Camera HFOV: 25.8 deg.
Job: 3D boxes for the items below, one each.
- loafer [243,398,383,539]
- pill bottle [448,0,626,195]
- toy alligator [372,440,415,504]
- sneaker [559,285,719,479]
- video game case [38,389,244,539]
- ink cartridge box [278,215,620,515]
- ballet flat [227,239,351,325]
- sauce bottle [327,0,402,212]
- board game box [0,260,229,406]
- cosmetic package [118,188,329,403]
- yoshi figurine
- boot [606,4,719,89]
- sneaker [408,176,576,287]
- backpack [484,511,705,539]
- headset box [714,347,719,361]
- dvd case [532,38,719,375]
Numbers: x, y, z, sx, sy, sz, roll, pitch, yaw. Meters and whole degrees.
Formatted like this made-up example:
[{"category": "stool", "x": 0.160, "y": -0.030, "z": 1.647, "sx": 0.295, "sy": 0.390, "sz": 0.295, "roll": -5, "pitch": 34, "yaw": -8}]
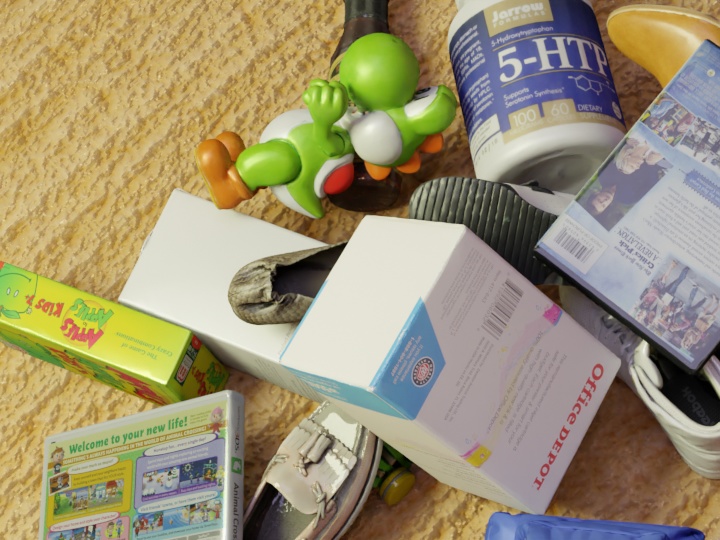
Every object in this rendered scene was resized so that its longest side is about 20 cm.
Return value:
[{"category": "loafer", "x": -0.050, "y": 0.176, "z": 1.145, "sx": 0.072, "sy": 0.063, "sz": 0.201, "roll": 34, "pitch": 100, "yaw": 34}, {"category": "pill bottle", "x": 0.133, "y": -0.159, "z": 1.233, "sx": 0.119, "sy": 0.120, "sz": 0.201, "roll": -14, "pitch": 66, "yaw": 7}, {"category": "toy alligator", "x": 0.043, "y": 0.110, "z": 1.188, "sx": 0.200, "sy": 0.054, "sz": 0.059, "roll": -45, "pitch": 66, "yaw": -7}, {"category": "sneaker", "x": 0.211, "y": 0.051, "z": 1.140, "sx": 0.074, "sy": 0.116, "sz": 0.200, "roll": -37, "pitch": 63, "yaw": -2}, {"category": "video game case", "x": -0.168, "y": 0.197, "z": 1.180, "sx": 0.199, "sy": 0.022, "sz": 0.183, "roll": -16, "pitch": 63, "yaw": 33}, {"category": "ink cartridge box", "x": 0.071, "y": 0.072, "z": 1.097, "sx": 0.125, "sy": 0.200, "sz": 0.129, "roll": 9, "pitch": 64, "yaw": 57}, {"category": "ballet flat", "x": 0.000, "y": 0.000, "z": 1.152, "sx": 0.199, "sy": 0.046, "sz": 0.068, "roll": -10, "pitch": 75, "yaw": -13}, {"category": "sauce bottle", "x": 0.003, "y": -0.150, "z": 1.300, "sx": 0.066, "sy": 0.066, "sz": 0.201, "roll": -6, "pitch": 67, "yaw": 11}, {"category": "board game box", "x": -0.213, "y": 0.054, "z": 1.246, "sx": 0.199, "sy": 0.102, "sz": 0.048, "roll": 19, "pitch": 73, "yaw": 20}, {"category": "cosmetic package", "x": -0.075, "y": 0.025, "z": 1.235, "sx": 0.199, "sy": 0.085, "sz": 0.108, "roll": 21, "pitch": 73, "yaw": 21}, {"category": "yoshi figurine", "x": -0.028, "y": -0.121, "z": 1.205, "sx": 0.199, "sy": 0.112, "sz": 0.113, "roll": -18, "pitch": 57, "yaw": 12}, {"category": "boot", "x": 0.245, "y": -0.106, "z": 1.147, "sx": 0.200, "sy": 0.071, "sz": 0.144, "roll": 23, "pitch": 75, "yaw": 25}, {"category": "sneaker", "x": 0.131, "y": -0.026, "z": 1.160, "sx": 0.199, "sy": 0.089, "sz": 0.075, "roll": 14, "pitch": 102, "yaw": -2}, {"category": "backpack", "x": 0.144, "y": 0.267, "z": 1.039, "sx": 0.161, "sy": 0.168, "sz": 0.201, "roll": 2, "pitch": 75, "yaw": 15}, {"category": "headset box", "x": 0.344, "y": 0.006, "z": 1.147, "sx": 0.148, "sy": 0.075, "sz": 0.201, "roll": 15, "pitch": 72, "yaw": 20}, {"category": "dvd case", "x": 0.236, "y": -0.046, "z": 1.090, "sx": 0.142, "sy": 0.018, "sz": 0.200, "roll": 38, "pitch": 84, "yaw": 17}]
